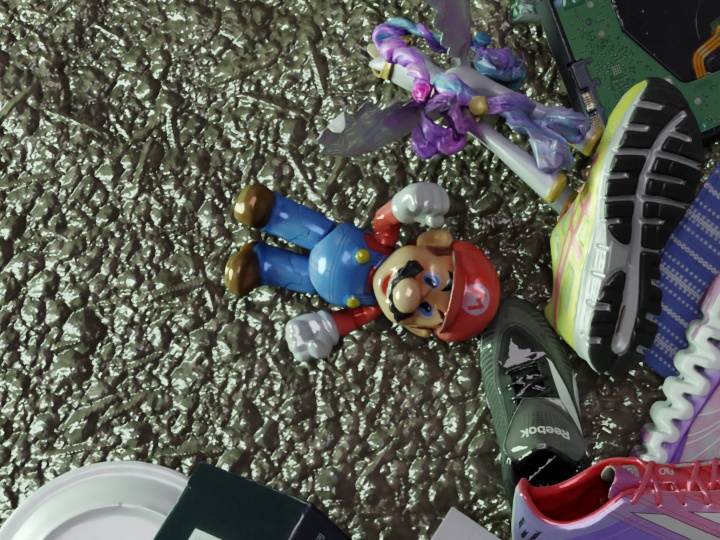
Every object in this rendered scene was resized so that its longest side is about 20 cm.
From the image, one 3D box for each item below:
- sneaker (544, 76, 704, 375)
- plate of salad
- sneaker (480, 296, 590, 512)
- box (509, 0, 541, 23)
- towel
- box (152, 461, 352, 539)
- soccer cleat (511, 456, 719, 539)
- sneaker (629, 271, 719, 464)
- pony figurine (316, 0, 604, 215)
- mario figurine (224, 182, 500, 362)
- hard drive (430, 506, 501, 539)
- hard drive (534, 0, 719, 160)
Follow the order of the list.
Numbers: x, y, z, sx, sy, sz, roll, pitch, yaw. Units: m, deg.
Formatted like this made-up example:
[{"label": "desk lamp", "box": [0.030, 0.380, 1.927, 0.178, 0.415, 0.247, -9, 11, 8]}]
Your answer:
[{"label": "sneaker", "box": [0.168, -0.036, 1.011, 0.078, 0.090, 0.202, 10, 99, -29]}, {"label": "plate of salad", "box": [-0.163, 0.232, 1.005, 0.198, 0.048, 0.202, 0, 81, 1]}, {"label": "sneaker", "box": [0.122, 0.107, 0.995, 0.066, 0.091, 0.202, -9, 71, 2]}, {"label": "box", "box": [0.187, -0.281, 1.101, 0.143, 0.036, 0.202, 3, 86, -11]}, {"label": "towel", "box": [0.276, 0.006, 0.998, 0.145, 0.024, 0.201, 39, 115, 15]}, {"label": "box", "box": [-0.049, 0.237, 0.894, 0.107, 0.200, 0.149, 12, 61, 45]}, {"label": "soccer cleat", "box": [0.190, 0.143, 0.908, 0.198, 0.077, 0.067, -14, 28, 0]}, {"label": "sneaker", "box": [0.236, 0.104, 0.973, 0.088, 0.080, 0.201, 25, 97, 4]}, {"label": "pony figurine", "box": [0.068, -0.121, 1.028, 0.199, 0.193, 0.167, 34, 95, 13]}, {"label": "mario figurine", "box": [0.000, 0.000, 1.029, 0.198, 0.124, 0.106, 14, 53, 15]}, {"label": "hard drive", "box": [0.102, 0.246, 0.852, 0.199, 0.027, 0.132, 33, 57, 9]}, {"label": "hard drive", "box": [0.241, -0.167, 1.070, 0.199, 0.038, 0.141, -23, 93, -10]}]
